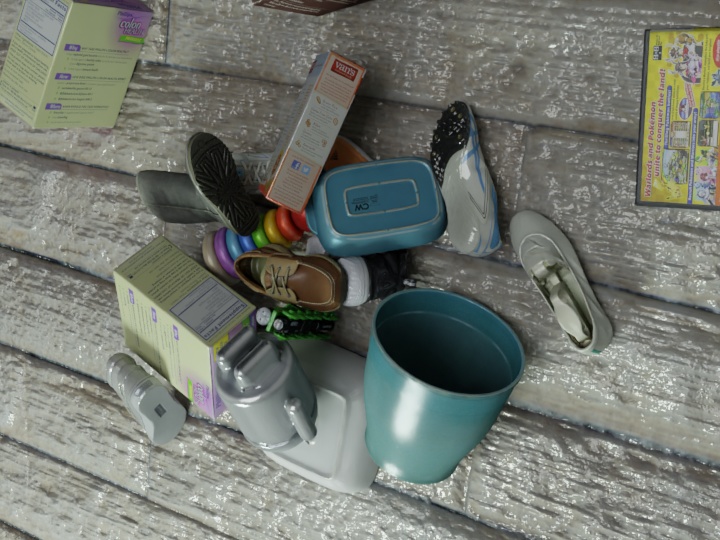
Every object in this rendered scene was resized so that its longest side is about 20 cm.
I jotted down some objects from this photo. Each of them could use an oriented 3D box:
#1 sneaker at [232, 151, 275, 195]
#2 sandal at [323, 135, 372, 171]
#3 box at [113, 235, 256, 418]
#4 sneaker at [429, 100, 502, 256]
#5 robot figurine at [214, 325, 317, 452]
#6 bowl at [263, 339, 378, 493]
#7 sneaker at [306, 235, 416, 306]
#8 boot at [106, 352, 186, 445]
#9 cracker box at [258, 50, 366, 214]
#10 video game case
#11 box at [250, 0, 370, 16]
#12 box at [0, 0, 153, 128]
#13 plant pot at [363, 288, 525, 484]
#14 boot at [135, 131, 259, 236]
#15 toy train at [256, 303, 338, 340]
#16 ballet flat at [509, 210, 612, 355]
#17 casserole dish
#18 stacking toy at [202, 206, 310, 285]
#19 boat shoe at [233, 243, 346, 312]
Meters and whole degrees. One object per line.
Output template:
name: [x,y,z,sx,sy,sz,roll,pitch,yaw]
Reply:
sneaker: [-0.152,-0.136,1.410,0.196,0.086,0.077,0,96,29]
sandal: [0.006,-0.106,1.335,0.206,0.059,0.080,40,115,19]
box: [-0.253,0.083,1.444,0.199,0.096,0.178,35,144,23]
sneaker: [0.138,-0.116,1.260,0.071,0.072,0.205,-18,74,42]
robot figurine: [-0.122,0.163,1.308,0.169,0.113,0.202,35,157,39]
bowl: [-0.062,0.212,1.416,0.197,0.074,0.204,20,108,27]
sneaker: [0.000,0.000,1.347,0.199,0.112,0.077,-149,61,-61]
boot: [-0.334,0.194,1.529,0.095,0.073,0.201,40,157,23]
cracker box: [-0.066,-0.182,1.296,0.057,0.134,0.203,23,95,-13]
video game case: [0.406,-0.170,1.111,0.177,0.025,0.205,6,101,29]
box: [-0.031,-0.433,1.248,0.196,0.165,0.168,-8,93,30]
box: [-0.433,-0.328,1.494,0.096,0.175,0.203,35,113,20]
plant pot: [0.089,0.160,1.261,0.198,0.199,0.191,31,127,22]
boot: [-0.248,-0.126,1.393,0.198,0.073,0.184,20,143,42]
toy train: [-0.085,0.067,1.335,0.056,0.200,0.042,26,95,18]
ballet flat: [0.242,0.014,1.211,0.069,0.069,0.202,-35,79,29]
casserole dish: [0.026,-0.088,1.272,0.195,0.039,0.124,-9,75,-7]
stacking toy: [-0.131,-0.055,1.420,0.197,0.085,0.087,-27,84,24]
boat shoe: [-0.098,0.013,1.308,0.198,0.073,0.078,13,105,49]
